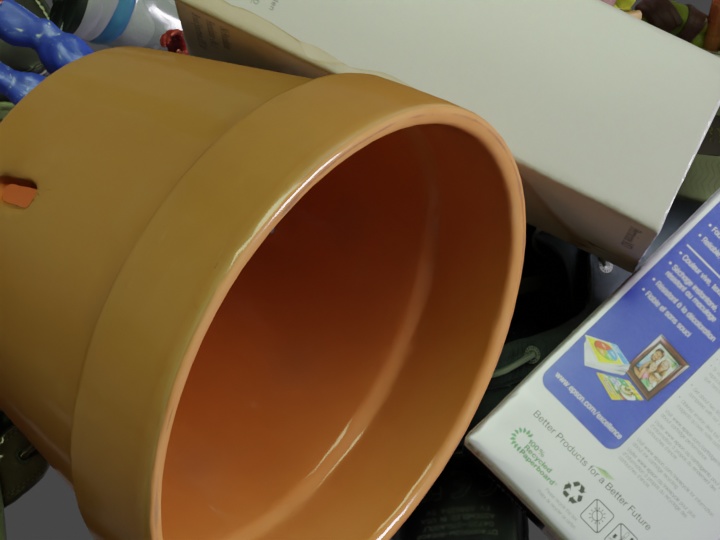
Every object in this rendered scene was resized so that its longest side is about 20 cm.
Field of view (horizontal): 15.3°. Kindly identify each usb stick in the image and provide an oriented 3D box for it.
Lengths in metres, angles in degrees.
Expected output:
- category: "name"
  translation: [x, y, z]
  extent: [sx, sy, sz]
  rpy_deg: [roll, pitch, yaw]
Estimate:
- category: "usb stick"
  translation: [0.037, 0.153, 0.993]
  extent: [0.055, 0.033, 0.200]
  rpy_deg: [-6, 47, 9]

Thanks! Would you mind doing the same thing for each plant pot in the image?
- category: "plant pot"
  translation: [-0.055, 0.007, 0.957]
  extent: [0.140, 0.200, 0.200]
  rpy_deg: [30, 56, 30]

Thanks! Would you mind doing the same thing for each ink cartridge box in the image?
- category: "ink cartridge box"
  translation: [0.141, 0.032, 1.026]
  extent: [0.200, 0.037, 0.095]
  rpy_deg: [-44, 81, -6]

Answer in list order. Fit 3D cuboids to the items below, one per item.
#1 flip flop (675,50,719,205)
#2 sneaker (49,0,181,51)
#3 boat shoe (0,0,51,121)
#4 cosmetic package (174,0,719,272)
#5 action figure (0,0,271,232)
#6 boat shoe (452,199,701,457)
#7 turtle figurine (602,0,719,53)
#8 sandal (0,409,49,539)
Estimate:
- category: "flip flop"
  translation: [0.187, -0.048, 1.067]
  extent: [0.199, 0.081, 0.058]
  rpy_deg: [10, 16, 13]
- category: "sneaker"
  translation: [-0.093, -0.157, 1.273]
  extent: [0.086, 0.075, 0.200]
  rpy_deg: [24, 38, -17]
- category: "boat shoe"
  translation: [-0.202, -0.144, 1.259]
  extent: [0.073, 0.065, 0.200]
  rpy_deg: [-31, 54, -24]
- category: "cosmetic package"
  translation: [0.035, -0.080, 1.021]
  extent: [0.200, 0.104, 0.073]
  rpy_deg: [27, 82, 5]
- category: "action figure"
  translation: [-0.113, -0.082, 1.144]
  extent: [0.200, 0.099, 0.065]
  rpy_deg: [38, 63, 0]
- category: "boat shoe"
  translation: [0.091, 0.007, 1.099]
  extent: [0.200, 0.062, 0.073]
  rpy_deg: [-33, 50, -24]
- category: "turtle figurine"
  translation: [0.107, -0.107, 1.142]
  extent: [0.200, 0.161, 0.064]
  rpy_deg: [-23, 62, -27]
- category: "sandal"
  translation: [-0.154, 0.085, 1.054]
  extent: [0.057, 0.080, 0.202]
  rpy_deg: [21, 50, -37]
